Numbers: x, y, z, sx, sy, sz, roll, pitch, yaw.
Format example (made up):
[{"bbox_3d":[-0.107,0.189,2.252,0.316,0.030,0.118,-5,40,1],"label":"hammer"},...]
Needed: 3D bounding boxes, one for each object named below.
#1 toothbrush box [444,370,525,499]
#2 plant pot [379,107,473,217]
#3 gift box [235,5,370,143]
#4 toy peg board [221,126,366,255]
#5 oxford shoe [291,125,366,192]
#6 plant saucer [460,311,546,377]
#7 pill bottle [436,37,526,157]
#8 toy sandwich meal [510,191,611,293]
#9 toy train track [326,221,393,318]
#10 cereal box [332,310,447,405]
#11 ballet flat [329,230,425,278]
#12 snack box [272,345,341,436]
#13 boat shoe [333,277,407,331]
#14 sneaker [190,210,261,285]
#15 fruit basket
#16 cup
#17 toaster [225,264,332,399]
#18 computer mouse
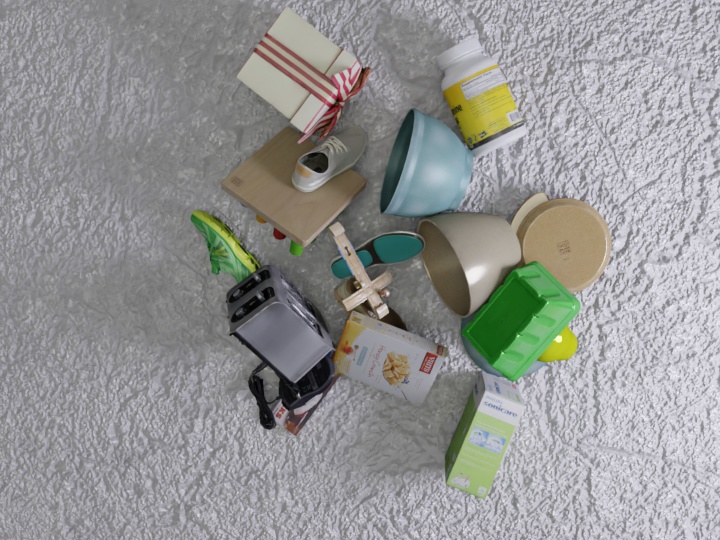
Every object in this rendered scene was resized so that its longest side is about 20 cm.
[{"bbox_3d":[0.238,0.316,1.493,0.086,0.146,0.201,20,98,3],"label":"toothbrush box"},{"bbox_3d":[0.128,-0.185,1.421,0.134,0.200,0.201,15,99,-9],"label":"plant pot"},{"bbox_3d":[-0.104,-0.350,1.414,0.187,0.200,0.185,37,104,-2],"label":"gift box"},{"bbox_3d":[-0.129,-0.140,1.464,0.199,0.098,0.200,35,56,12],"label":"toy peg board"},{"bbox_3d":[-0.053,-0.219,1.441,0.075,0.200,0.058,35,144,16],"label":"oxford shoe"},{"bbox_3d":[0.299,0.120,1.515,0.200,0.039,0.202,1,98,6],"label":"plant saucer"},{"bbox_3d":[0.220,-0.322,1.427,0.112,0.112,0.201,-25,94,8],"label":"pill bottle"},{"bbox_3d":[0.378,-0.051,1.474,0.204,0.070,0.206,0,99,1],"label":"toy sandwich meal"},{"bbox_3d":[0.000,0.000,1.437,0.115,0.033,0.200,-34,101,-22],"label":"toy train track"},{"bbox_3d":[0.052,0.172,1.489,0.199,0.040,0.144,21,128,3],"label":"cereal box"},{"bbox_3d":[0.032,-0.041,1.496,0.199,0.069,0.070,-20,95,19],"label":"ballet flat"},{"bbox_3d":[-0.103,0.241,1.575,0.072,0.024,0.200,36,99,2],"label":"snack box"},{"bbox_3d":[0.026,0.100,1.530,0.064,0.071,0.200,-27,105,43],"label":"boat shoe"},{"bbox_3d":[-0.277,-0.036,1.531,0.084,0.074,0.200,-40,93,5],"label":"sneaker"},{"bbox_3d":[0.317,0.103,1.432,0.216,0.215,0.156,-47,58,9],"label":"fruit basket"},{"bbox_3d":[0.215,-0.030,1.442,0.143,0.200,0.201,-23,95,-14],"label":"cup"},{"bbox_3d":[-0.154,0.107,1.468,0.119,0.181,0.200,-40,115,7],"label":"toaster"},{"bbox_3d":[-0.136,0.218,1.548,0.200,0.046,0.141,-40,56,14],"label":"computer mouse"}]
